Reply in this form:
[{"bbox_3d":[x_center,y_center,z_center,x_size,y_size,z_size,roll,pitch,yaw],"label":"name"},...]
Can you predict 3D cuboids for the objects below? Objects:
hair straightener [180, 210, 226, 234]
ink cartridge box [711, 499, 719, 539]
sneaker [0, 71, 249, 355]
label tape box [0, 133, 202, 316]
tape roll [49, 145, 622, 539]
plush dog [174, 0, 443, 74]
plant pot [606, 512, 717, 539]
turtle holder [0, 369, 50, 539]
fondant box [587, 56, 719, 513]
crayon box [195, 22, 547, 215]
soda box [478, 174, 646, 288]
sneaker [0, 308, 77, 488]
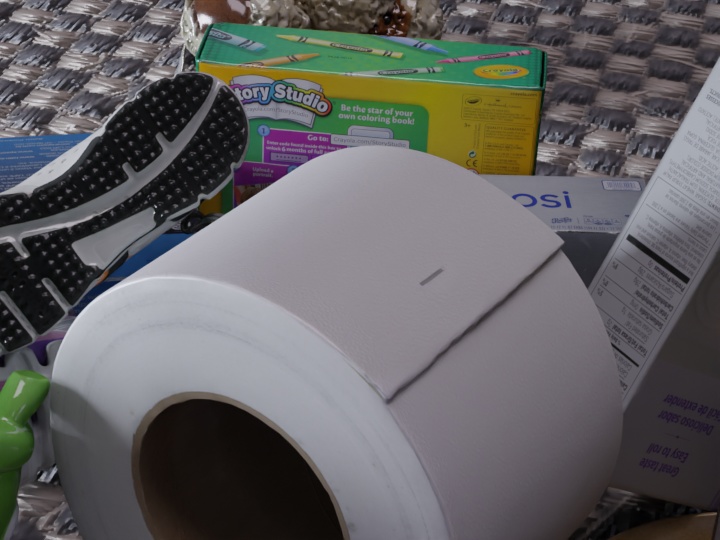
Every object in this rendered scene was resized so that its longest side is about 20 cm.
[{"bbox_3d":[0.000,0.000,0.860,0.198,0.077,0.041,21,56,22],"label":"hair straightener"},{"bbox_3d":[0.269,0.125,0.754,0.174,0.085,0.200,-8,32,-18],"label":"ink cartridge box"},{"bbox_3d":[-0.139,-0.017,0.877,0.199,0.074,0.080,-32,1,-8],"label":"sneaker"},{"bbox_3d":[-0.160,-0.011,0.997,0.142,0.067,0.200,-4,26,-12],"label":"label tape box"},{"bbox_3d":[-0.010,0.066,0.766,0.201,0.204,0.139,21,35,28],"label":"tape roll"},{"bbox_3d":[-0.026,-0.175,1.263,0.170,0.161,0.202,17,59,-3],"label":"plush dog"},{"bbox_3d":[0.173,0.173,0.773,0.198,0.028,0.201,3,32,-2],"label":"plant pot"},{"bbox_3d":[-0.194,0.095,0.745,0.184,0.133,0.141,16,2,33],"label":"turtle holder"},{"bbox_3d":[0.178,0.009,0.837,0.144,0.201,0.058,17,17,-42],"label":"fondant box"},{"bbox_3d":[0.004,-0.072,1.076,0.198,0.120,0.058,5,31,4],"label":"crayon box"},{"bbox_3d":[0.062,-0.010,1.028,0.198,0.069,0.064,1,32,-3],"label":"soda box"},{"bbox_3d":[-0.131,0.048,0.912,0.198,0.081,0.088,-11,26,-20],"label":"sneaker"}]
